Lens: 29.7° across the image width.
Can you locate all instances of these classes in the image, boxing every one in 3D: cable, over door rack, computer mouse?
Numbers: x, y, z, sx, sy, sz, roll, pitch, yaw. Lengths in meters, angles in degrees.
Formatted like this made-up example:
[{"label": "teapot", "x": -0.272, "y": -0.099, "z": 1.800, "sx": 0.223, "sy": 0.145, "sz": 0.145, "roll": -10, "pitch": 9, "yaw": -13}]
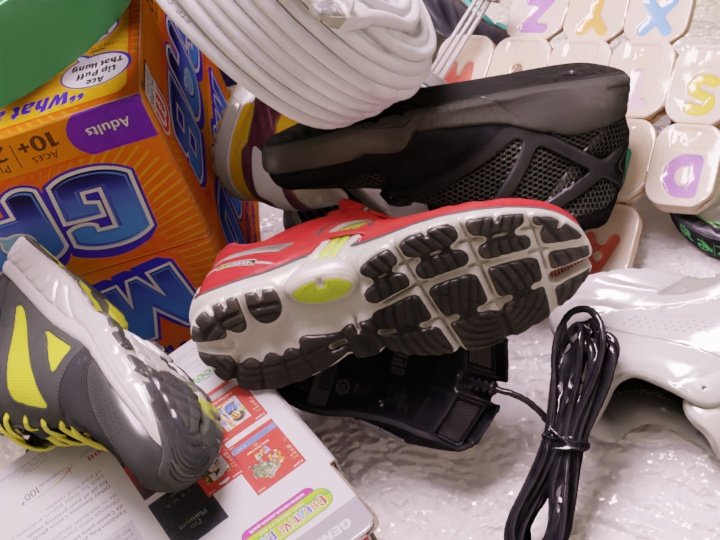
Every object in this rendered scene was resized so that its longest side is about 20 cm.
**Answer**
[{"label": "cable", "x": -0.042, "y": -0.158, "z": 0.659, "sx": 0.069, "sy": 0.200, "sz": 0.201, "roll": -38, "pitch": 66, "yaw": 19}, {"label": "over door rack", "x": -0.010, "y": -0.149, "z": 0.879, "sx": 0.148, "sy": 0.066, "sz": 0.200, "roll": -57, "pitch": 35, "yaw": 3}, {"label": "computer mouse", "x": 0.031, "y": 0.081, "z": 0.689, "sx": 0.199, "sy": 0.046, "sz": 0.141, "roll": 7, "pitch": 80, "yaw": 28}]

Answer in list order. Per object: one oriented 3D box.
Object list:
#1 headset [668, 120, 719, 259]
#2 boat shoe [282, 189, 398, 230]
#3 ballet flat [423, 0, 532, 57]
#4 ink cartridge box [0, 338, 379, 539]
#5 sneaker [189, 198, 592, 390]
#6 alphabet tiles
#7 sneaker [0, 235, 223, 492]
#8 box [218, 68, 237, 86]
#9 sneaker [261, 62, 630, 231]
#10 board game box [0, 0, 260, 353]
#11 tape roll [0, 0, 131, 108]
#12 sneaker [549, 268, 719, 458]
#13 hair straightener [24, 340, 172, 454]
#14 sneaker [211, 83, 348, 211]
[{"label": "headset", "x": 0.242, "y": -0.099, "z": 0.760, "sx": 0.123, "sy": 0.094, "sz": 0.201, "roll": 18, "pitch": 66, "yaw": 36}, {"label": "boat shoe", "x": 0.000, "y": 0.000, "z": 0.782, "sx": 0.073, "sy": 0.067, "sz": 0.200, "roll": -34, "pitch": 43, "yaw": -13}, {"label": "ballet flat", "x": 0.078, "y": -0.139, "z": 0.902, "sx": 0.073, "sy": 0.073, "sz": 0.200, "roll": -33, "pitch": 50, "yaw": -12}, {"label": "ink cartridge box", "x": -0.100, "y": 0.149, "z": 0.658, "sx": 0.199, "sy": 0.084, "sz": 0.176, "roll": -34, "pitch": 42, "yaw": -12}, {"label": "sneaker", "x": 0.011, "y": -0.007, "z": 0.661, "sx": 0.199, "sy": 0.077, "sz": 0.085, "roll": -11, "pitch": 37, "yaw": 10}, {"label": "alphabet tiles", "x": 0.122, "y": -0.090, "z": 0.797, "sx": 0.199, "sy": 0.015, "sz": 0.197, "roll": 9, "pitch": 76, "yaw": 34}, {"label": "sneaker", "x": -0.138, "y": 0.061, "z": 0.664, "sx": 0.085, "sy": 0.074, "sz": 0.200, "roll": -50, "pitch": 41, "yaw": -2}, {"label": "box", "x": -0.067, "y": -0.186, "z": 0.940, "sx": 0.122, "sy": 0.032, "sz": 0.200, "roll": -61, "pitch": 22, "yaw": -7}, {"label": "sneaker", "x": 0.050, "y": -0.042, "z": 0.724, "sx": 0.198, "sy": 0.115, "sz": 0.076, "roll": -9, "pitch": 17, "yaw": -12}, {"label": "board game box", "x": -0.184, "y": -0.058, "z": 0.823, "sx": 0.199, "sy": 0.201, "sz": 0.201, "roll": -16, "pitch": 42, "yaw": 7}, {"label": "tape roll", "x": -0.205, "y": -0.148, "z": 0.671, "sx": 0.199, "sy": 0.048, "sz": 0.201, "roll": -12, "pitch": 45, "yaw": 12}, {"label": "sneaker", "x": 0.191, "y": 0.045, "z": 0.659, "sx": 0.199, "sy": 0.078, "sz": 0.100, "roll": -14, "pitch": 48, "yaw": 23}, {"label": "hair straightener", "x": -0.113, "y": 0.064, "z": 0.758, "sx": 0.199, "sy": 0.077, "sz": 0.041, "roll": -27, "pitch": 43, "yaw": -5}, {"label": "sneaker", "x": -0.018, "y": -0.132, "z": 0.786, "sx": 0.090, "sy": 0.075, "sz": 0.201, "roll": 10, "pitch": 88, "yaw": 35}]
